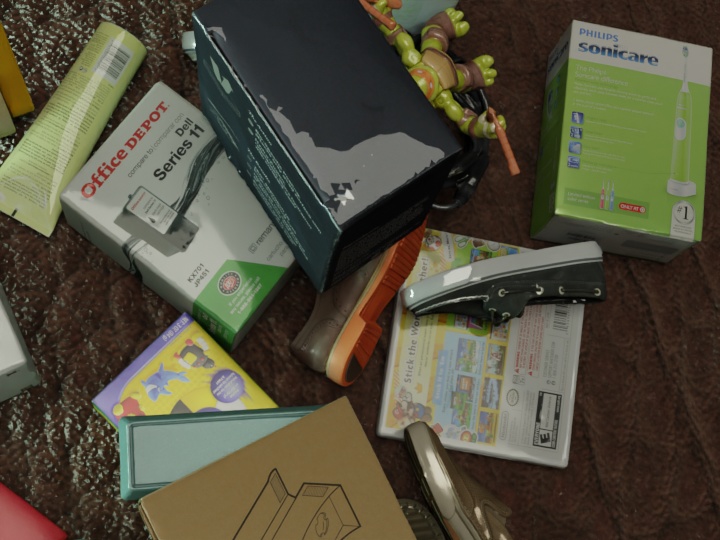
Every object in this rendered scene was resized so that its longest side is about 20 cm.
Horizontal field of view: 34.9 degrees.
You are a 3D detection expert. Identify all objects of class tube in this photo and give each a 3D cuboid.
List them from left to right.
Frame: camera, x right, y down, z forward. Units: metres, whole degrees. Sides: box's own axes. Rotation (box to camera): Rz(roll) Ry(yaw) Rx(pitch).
[{"bbox_3d":[-0.269,-0.134,1.056,0.052,0.058,0.201,40,72,-42],"label":"tube"}]

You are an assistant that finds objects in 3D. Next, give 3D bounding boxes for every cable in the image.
[{"bbox_3d":[0.061,-0.149,1.062,0.163,0.051,0.200,48,37,-12],"label":"cable"}]

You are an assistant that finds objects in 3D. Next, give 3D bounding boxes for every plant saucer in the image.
[{"bbox_3d":[-0.104,0.152,0.973,0.198,0.019,0.071,-2,75,-11],"label":"plant saucer"}]

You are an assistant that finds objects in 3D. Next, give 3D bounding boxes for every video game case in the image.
[{"bbox_3d":[0.117,0.071,1.075,0.180,0.023,0.202,11,76,-6],"label":"video game case"}]

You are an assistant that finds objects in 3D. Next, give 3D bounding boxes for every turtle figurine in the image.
[{"bbox_3d":[0.071,-0.164,0.988,0.200,0.161,0.064,45,118,-1],"label":"turtle figurine"}]

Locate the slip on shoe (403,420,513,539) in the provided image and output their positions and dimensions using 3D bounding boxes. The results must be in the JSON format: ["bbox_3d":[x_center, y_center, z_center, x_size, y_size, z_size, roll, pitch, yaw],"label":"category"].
[{"bbox_3d":[0.102,0.219,1.007,0.060,0.076,0.201,-26,84,-9],"label":"slip on shoe"}]

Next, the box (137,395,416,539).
[{"bbox_3d":[-0.058,0.216,0.927,0.199,0.021,0.164,-24,83,-29],"label":"box"}]

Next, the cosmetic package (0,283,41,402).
[{"bbox_3d":[-0.349,0.015,0.971,0.081,0.113,0.201,-23,78,-14],"label":"cosmetic package"}]

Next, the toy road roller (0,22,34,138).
[{"bbox_3d":[-0.389,-0.213,1.032,0.122,0.146,0.201,-23,118,-14],"label":"toy road roller"}]

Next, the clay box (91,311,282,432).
[{"bbox_3d":[-0.125,0.148,1.005,0.200,0.048,0.115,44,74,4],"label":"clay box"}]

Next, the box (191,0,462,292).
[{"bbox_3d":[-0.033,-0.112,0.915,0.117,0.200,0.197,-32,82,-12],"label":"box"}]

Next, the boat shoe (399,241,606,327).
[{"bbox_3d":[0.135,0.019,1.045,0.198,0.069,0.057,-12,79,-13],"label":"boat shoe"}]

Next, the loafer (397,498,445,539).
[{"bbox_3d":[0.042,0.298,0.985,0.075,0.068,0.202,1,59,-17],"label":"loafer"}]

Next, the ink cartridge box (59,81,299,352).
[{"bbox_3d":[-0.149,-0.049,1.031,0.199,0.083,0.147,36,73,2],"label":"ink cartridge box"}]

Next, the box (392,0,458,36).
[{"bbox_3d":[0.003,-0.286,1.054,0.175,0.200,0.098,3,76,-9],"label":"box"}]

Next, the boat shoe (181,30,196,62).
[{"bbox_3d":[-0.074,-0.184,1.088,0.198,0.072,0.066,9,96,-6],"label":"boat shoe"}]

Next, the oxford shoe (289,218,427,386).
[{"bbox_3d":[0.000,0.000,1.042,0.072,0.071,0.201,24,81,22],"label":"oxford shoe"}]

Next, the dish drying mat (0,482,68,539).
[{"bbox_3d":[-0.350,0.197,0.974,0.199,0.018,0.077,36,73,2],"label":"dish drying mat"}]

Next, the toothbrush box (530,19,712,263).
[{"bbox_3d":[0.253,-0.123,1.111,0.144,0.086,0.202,9,76,-6],"label":"toothbrush box"}]
